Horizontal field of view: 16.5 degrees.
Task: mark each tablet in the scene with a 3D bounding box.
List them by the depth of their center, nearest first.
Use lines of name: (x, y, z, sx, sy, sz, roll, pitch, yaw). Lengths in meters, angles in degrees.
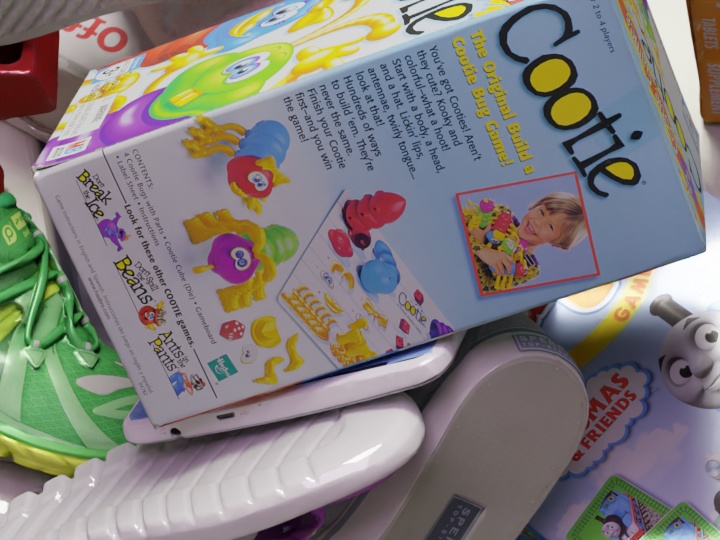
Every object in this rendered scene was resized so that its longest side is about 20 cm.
tablet: (0.000, 0.000, 0.929, 0.130, 0.014, 0.200, -13, 23, 26)

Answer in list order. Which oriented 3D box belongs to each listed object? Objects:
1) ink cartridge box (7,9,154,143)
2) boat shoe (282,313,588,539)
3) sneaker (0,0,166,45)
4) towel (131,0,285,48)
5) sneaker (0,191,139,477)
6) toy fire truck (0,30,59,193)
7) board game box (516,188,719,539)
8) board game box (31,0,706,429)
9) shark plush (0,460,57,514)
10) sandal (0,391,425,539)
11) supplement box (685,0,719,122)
ink cartridge box: (-0.089, -0.150, 1.072, 0.146, 0.085, 0.200, 27, 71, 25)
boat shoe: (0.006, 0.097, 0.896, 0.201, 0.070, 0.072, -54, 27, 12)
sneaker: (-0.121, -0.138, 0.921, 0.200, 0.074, 0.082, -7, 53, -2)
towel: (-0.022, -0.152, 0.943, 0.191, 0.032, 0.200, -45, 58, 23)
sneaker: (-0.140, 0.017, 0.949, 0.200, 0.074, 0.084, 27, 104, -4)
toy fire truck: (-0.207, -0.049, 1.003, 0.200, 0.141, 0.049, -7, 58, 8)
board game box: (0.113, 0.049, 0.929, 0.200, 0.037, 0.151, 36, 73, 29)
board game box: (0.007, -0.040, 0.853, 0.200, 0.105, 0.103, -18, 22, 14)
shark plush: (-0.189, 0.141, 0.933, 0.083, 0.091, 0.200, 46, 69, -2)
sandal: (-0.060, 0.089, 0.879, 0.203, 0.050, 0.082, -19, 24, 25)
supplement box: (0.228, -0.115, 0.956, 0.200, 0.126, 0.074, 3, 59, 15)
